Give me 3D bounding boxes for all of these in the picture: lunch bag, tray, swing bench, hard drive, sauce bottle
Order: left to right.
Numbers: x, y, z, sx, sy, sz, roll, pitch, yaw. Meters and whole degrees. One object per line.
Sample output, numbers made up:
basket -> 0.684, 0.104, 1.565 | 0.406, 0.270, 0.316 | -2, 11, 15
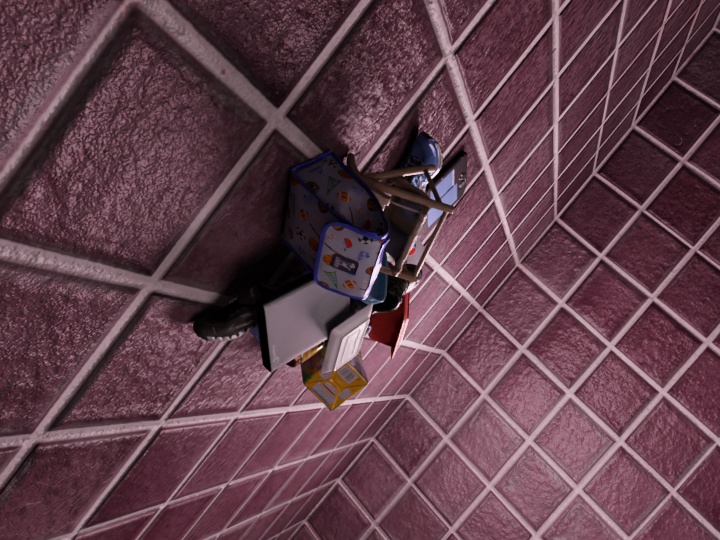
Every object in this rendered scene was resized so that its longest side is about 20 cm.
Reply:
hard drive -> -0.100, 0.079, 1.064 | 0.197, 0.032, 0.144 | -27, 129, -37
sauce bottle -> -0.076, 0.117, 1.170 | 0.197, 0.066, 0.067 | -32, 155, -33
lunch bag -> -0.040, -0.067, 0.999 | 0.122, 0.200, 0.173 | -31, 155, -33
tray -> -0.025, 0.147, 1.185 | 0.106, 0.022, 0.202 | -34, 159, -27
swing bench -> 0.044, -0.094, 1.120 | 0.193, 0.132, 0.202 | 2, 136, -22

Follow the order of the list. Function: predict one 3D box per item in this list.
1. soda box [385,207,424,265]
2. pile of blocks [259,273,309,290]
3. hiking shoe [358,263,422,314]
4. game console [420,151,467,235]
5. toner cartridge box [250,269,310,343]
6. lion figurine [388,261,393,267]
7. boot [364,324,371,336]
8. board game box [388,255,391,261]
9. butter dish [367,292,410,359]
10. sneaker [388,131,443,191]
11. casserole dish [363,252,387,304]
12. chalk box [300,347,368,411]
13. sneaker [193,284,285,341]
soda box -> 0.082, -0.079, 1.328 | 0.064, 0.067, 0.200 | -54, 144, -10
pile of blocks -> -0.125, 0.044, 1.155 | 0.192, 0.064, 0.083 | -5, 145, -16
hiking shoe -> 0.073, 0.052, 1.293 | 0.196, 0.100, 0.078 | -27, 121, -24
game console -> 0.208, -0.194, 1.518 | 0.200, 0.031, 0.178 | -44, 159, -14
toner cartridge box -> -0.135, 0.079, 1.208 | 0.198, 0.095, 0.044 | -38, 157, -28
lion figurine -> 0.000, 0.000, 1.327 | 0.199, 0.072, 0.125 | 39, 81, -44
boot -> -0.066, 0.134, 1.258 | 0.197, 0.090, 0.074 | -28, 145, -39
board game box -> 0.054, -0.055, 1.442 | 0.201, 0.034, 0.134 | -51, 159, 4
butter dish -> 0.054, 0.101, 1.578 | 0.203, 0.142, 0.205 | 101, -3, -52
sneaker -> 0.112, -0.202, 1.244 | 0.088, 0.078, 0.203 | -35, 155, -36
casserole dish -> 0.004, -0.009, 1.239 | 0.039, 0.120, 0.204 | -38, -150, 32
chalk box -> -0.074, 0.214, 1.450 | 0.122, 0.202, 0.125 | -36, 120, 10
sneaker -> -0.204, 0.067, 1.047 | 0.193, 0.067, 0.093 | -9, 130, -19
